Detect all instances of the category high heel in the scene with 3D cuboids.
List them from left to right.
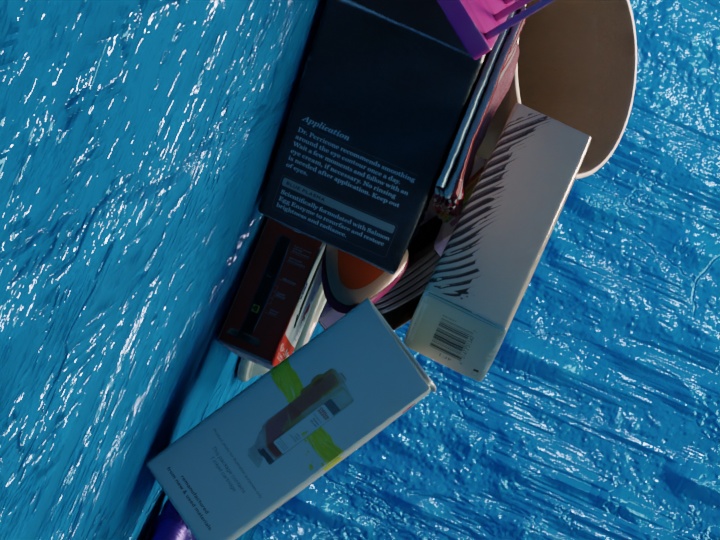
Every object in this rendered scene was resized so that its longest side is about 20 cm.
[{"bbox_3d":[0.000,0.000,1.512,0.097,0.067,0.200,-66,177,35],"label":"high heel"}]

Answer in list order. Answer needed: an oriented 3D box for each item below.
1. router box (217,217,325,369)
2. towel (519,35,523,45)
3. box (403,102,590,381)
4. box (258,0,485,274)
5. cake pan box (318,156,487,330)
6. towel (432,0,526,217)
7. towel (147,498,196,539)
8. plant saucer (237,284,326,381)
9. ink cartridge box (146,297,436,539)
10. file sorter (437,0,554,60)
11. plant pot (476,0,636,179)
[{"bbox_3d":[-0.055,-0.010,1.536,0.200,0.048,0.181,85,27,-85],"label":"router box"},{"bbox_3d":[0.124,-0.151,1.726,0.200,0.022,0.146,-50,158,13],"label":"towel"},{"bbox_3d":[0.104,-0.023,1.404,0.082,0.068,0.201,110,5,-54],"label":"box"},{"bbox_3d":[0.029,-0.145,1.355,0.197,0.116,0.201,-65,177,-50],"label":"box"},{"bbox_3d":[0.062,-0.025,1.614,0.184,0.052,0.200,-34,-165,29],"label":"cake pan box"},{"bbox_3d":[0.087,-0.112,1.340,0.200,0.023,0.145,30,81,-87],"label":"towel"},{"bbox_3d":[-0.174,0.266,1.508,0.201,0.049,0.149,-64,169,-52],"label":"towel"},{"bbox_3d":[-0.058,0.019,1.780,0.200,0.050,0.202,22,90,-87],"label":"plant saucer"},{"bbox_3d":[-0.047,0.113,1.374,0.199,0.084,0.145,-36,176,-1],"label":"ink cartridge box"},{"bbox_3d":[0.098,-0.245,1.166,0.125,0.140,0.200,-29,-167,20],"label":"file sorter"},{"bbox_3d":[0.101,-0.174,1.575,0.186,0.199,0.190,-6,98,-51],"label":"plant pot"}]
